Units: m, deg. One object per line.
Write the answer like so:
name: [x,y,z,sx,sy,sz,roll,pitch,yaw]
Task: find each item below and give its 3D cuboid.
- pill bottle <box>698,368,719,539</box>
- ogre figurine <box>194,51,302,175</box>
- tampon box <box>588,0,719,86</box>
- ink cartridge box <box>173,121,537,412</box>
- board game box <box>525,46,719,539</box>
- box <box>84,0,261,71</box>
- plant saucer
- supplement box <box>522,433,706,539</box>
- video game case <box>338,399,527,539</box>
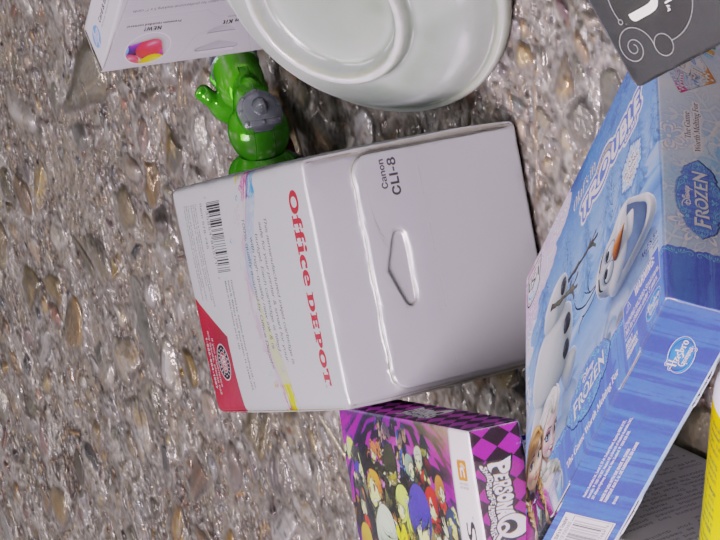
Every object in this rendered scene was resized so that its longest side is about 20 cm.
pill bottle: [0.216,0.097,1.260,0.112,0.112,0.201,40,137,50]
ogre figurine: [-0.066,-0.061,1.785,0.120,0.097,0.202,-125,44,-70]
tampon box: [0.176,-0.193,1.096,0.199,0.126,0.151,-26,94,47]
ink cartridge box: [0.000,0.000,1.612,0.200,0.144,0.147,-5,96,65]
board game box: [0.132,0.013,1.349,0.200,0.043,0.201,-85,13,-45]
box: [-0.076,-0.208,1.654,0.201,0.155,0.041,111,142,-50]
plant saucer: [-0.011,-0.163,1.549,0.199,0.050,0.201,19,137,19]
supplement box: [0.149,0.158,1.441,0.200,0.103,0.102,22,122,58]
video game case: [0.049,0.166,1.488,0.200,0.036,0.183,-176,76,-70]
